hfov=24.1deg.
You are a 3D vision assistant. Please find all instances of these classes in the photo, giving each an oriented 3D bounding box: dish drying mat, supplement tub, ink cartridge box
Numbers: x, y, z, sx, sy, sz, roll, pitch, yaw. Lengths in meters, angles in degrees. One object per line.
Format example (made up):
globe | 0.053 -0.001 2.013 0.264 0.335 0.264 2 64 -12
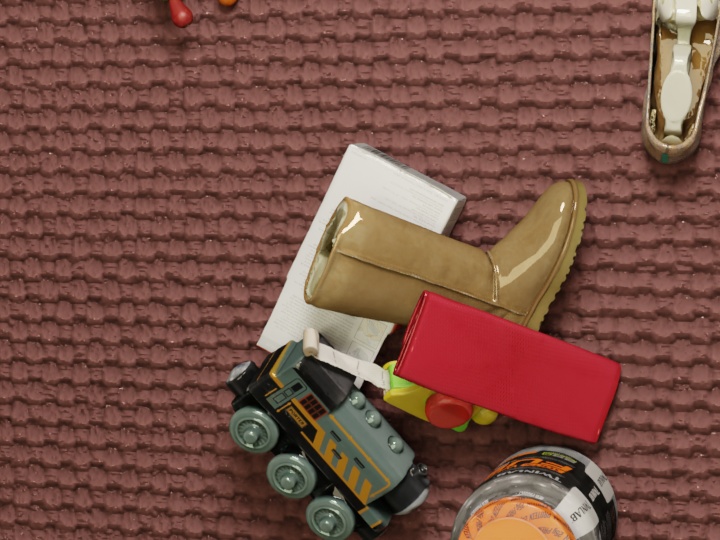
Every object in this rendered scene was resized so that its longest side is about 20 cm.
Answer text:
dish drying mat | 0.126 0.083 1.423 0.199 0.018 0.077 20 92 -20
supplement tub | 0.143 0.218 1.389 0.122 0.200 0.123 1 94 14
ink cartridge box | 0.000 0.000 1.490 0.109 0.050 0.201 28 101 10

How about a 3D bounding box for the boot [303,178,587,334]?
boot | 0.074 -0.021 1.416 0.199 0.066 0.176 18 101 -15

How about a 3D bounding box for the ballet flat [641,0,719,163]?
ballet flat | 0.270 -0.188 1.396 0.068 0.067 0.201 4 95 14

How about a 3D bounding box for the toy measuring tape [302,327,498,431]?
toy measuring tape | 0.046 0.083 1.435 0.200 0.074 0.074 28 103 -28

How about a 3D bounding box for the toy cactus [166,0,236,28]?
toy cactus | -0.131 -0.329 1.487 0.200 0.102 0.165 -45 73 22

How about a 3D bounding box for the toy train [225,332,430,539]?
toy train | -0.028 0.148 1.465 0.114 0.085 0.200 -34 102 32
